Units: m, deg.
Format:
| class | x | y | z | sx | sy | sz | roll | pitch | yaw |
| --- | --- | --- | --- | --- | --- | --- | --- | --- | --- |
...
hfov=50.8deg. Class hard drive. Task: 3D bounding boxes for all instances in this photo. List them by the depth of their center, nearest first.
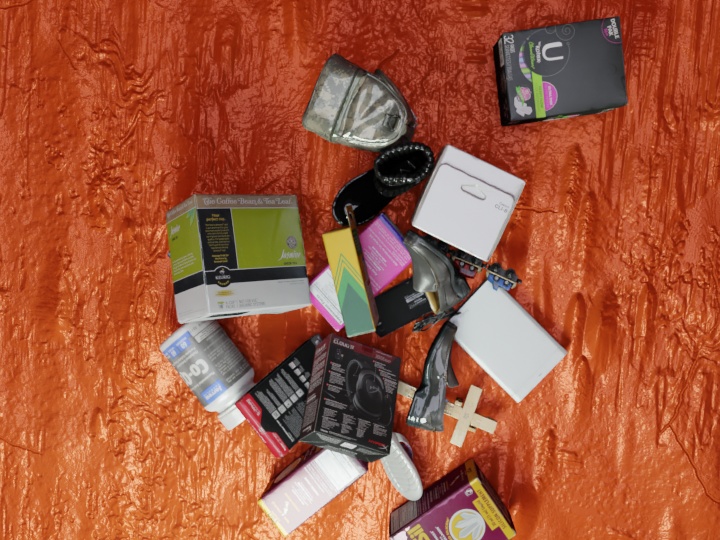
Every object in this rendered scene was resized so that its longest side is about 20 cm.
| class | x | y | z | sx | sy | sz | roll | pitch | yaw |
| --- | --- | --- | --- | --- | --- | --- | --- | --- | --- |
| hard drive | 0.265 | 0.127 | 1.401 | 0.200 | 0.026 | 0.132 | 44 | 96 | -2 |

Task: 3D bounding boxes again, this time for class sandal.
| class | x | y | z | sx | sy | sz | roll | pitch | yaw |
| --- | --- | --- | --- | --- | --- | --- | --- | --- | --- |
| sandal | 0.067 | 0.332 | 1.418 | 0.050 | 0.082 | 0.205 | -30 | 92 | -37 |

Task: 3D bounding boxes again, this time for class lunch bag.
| class | x | y | z | sx | sy | sz | roll | pitch | yaw |
| --- | --- | --- | --- | --- | --- | --- | --- | --- | --- |
| lunch bag | 0.011 | -0.270 | 1.297 | 0.166 | 0.200 | 0.141 | 27 | 99 | 4 |

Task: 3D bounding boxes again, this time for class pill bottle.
| class | x | y | z | sx | sy | sz | roll | pitch | yaw |
| --- | --- | --- | --- | --- | --- | --- | --- | --- | --- |
| pill bottle | -0.267 | 0.184 | 1.396 | 0.113 | 0.114 | 0.201 | -37 | 92 | 6 |

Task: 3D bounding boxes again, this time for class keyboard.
| class | x | y | z | sx | sy | sz | roll | pitch | yaw |
| --- | --- | --- | --- | --- | --- | --- | --- | --- | --- |
| keyboard | 0.109 | 0.065 | 1.409 | 0.198 | 0.040 | 0.105 | -28 | 70 | 7 |

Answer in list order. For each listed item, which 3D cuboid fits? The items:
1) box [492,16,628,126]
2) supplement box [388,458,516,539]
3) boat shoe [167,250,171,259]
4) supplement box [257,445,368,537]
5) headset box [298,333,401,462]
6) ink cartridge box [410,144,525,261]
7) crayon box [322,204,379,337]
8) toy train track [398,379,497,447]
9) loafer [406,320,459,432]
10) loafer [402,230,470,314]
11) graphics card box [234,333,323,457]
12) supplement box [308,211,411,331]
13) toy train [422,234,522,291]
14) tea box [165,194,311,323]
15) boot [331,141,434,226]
| class | x | y | z | sx | sy | sz | roll | pitch | yaw |
| --- | --- | --- | --- | --- | --- | --- | --- | --- | --- |
| box | 0.339 | -0.338 | 1.304 | 0.196 | 0.124 | 0.151 | -7 | 96 | 3 |
| supplement box | 0.166 | 0.467 | 1.400 | 0.199 | 0.103 | 0.132 | -36 | 94 | 7 |
| boat shoe | -0.262 | -0.004 | 1.388 | 0.197 | 0.093 | 0.076 | 24 | 96 | 1 |
| supplement box | -0.082 | 0.381 | 1.404 | 0.199 | 0.110 | 0.086 | -40 | 91 | 6 |
| headset box | -0.014 | 0.217 | 1.343 | 0.147 | 0.077 | 0.203 | 20 | 57 | -20 |
| ink cartridge box | 0.176 | -0.117 | 1.296 | 0.143 | 0.200 | 0.147 | 25 | 96 | 1 |
| crayon box | -0.018 | -0.003 | 1.255 | 0.051 | 0.126 | 0.204 | -13 | 94 | 5 |
| toy train track | 0.159 | 0.252 | 1.418 | 0.197 | 0.033 | 0.116 | 22 | 97 | 9 |
| loafer | 0.145 | 0.193 | 1.374 | 0.071 | 0.073 | 0.203 | 18 | 94 | 5 |
| loafer | 0.120 | 0.008 | 1.289 | 0.072 | 0.073 | 0.200 | -46 | 132 | -4 |
| graphics card box | -0.115 | 0.224 | 1.371 | 0.200 | 0.051 | 0.126 | -41 | 93 | -29 |
| supplement box | 0.000 | 0.000 | 1.368 | 0.200 | 0.101 | 0.104 | -42 | 92 | 7 |
| toy train | 0.196 | -0.009 | 1.372 | 0.197 | 0.034 | 0.046 | 23 | 84 | 11 |
| tea box | -0.210 | -0.022 | 1.303 | 0.198 | 0.133 | 0.201 | -3 | 83 | -37 |
| boot | 0.033 | -0.150 | 1.323 | 0.210 | 0.158 | 0.080 | -36 | 92 | 6 |
